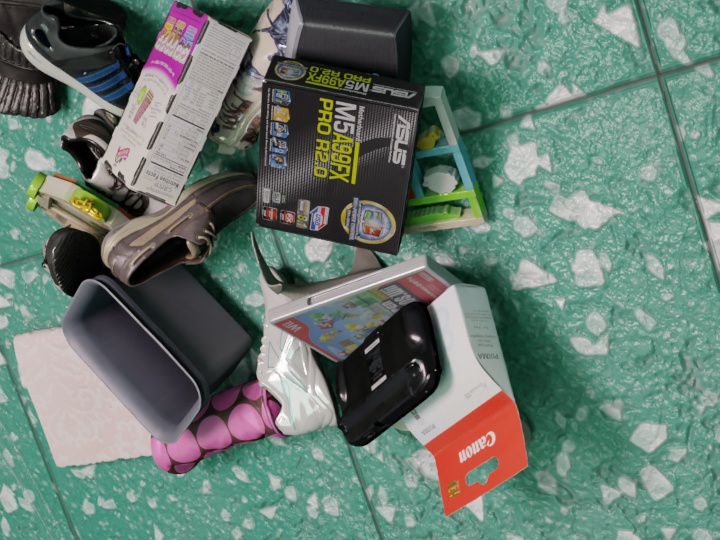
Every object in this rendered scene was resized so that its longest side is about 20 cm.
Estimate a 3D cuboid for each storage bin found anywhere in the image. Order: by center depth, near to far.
[{"bbox_3d":[-0.233,0.085,1.631,0.200,0.134,0.146,46,133,8],"label":"storage bin"}]

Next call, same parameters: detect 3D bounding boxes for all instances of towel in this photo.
[{"bbox_3d":[-0.355,0.161,1.811,0.198,0.032,0.193,-10,104,32],"label":"towel"}]

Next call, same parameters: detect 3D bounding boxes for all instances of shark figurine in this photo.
[{"bbox_3d":[-0.020,0.005,1.531,0.212,0.090,0.128,2,156,-8],"label":"shark figurine"}]

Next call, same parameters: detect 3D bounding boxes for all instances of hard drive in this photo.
[{"bbox_3d":[-0.017,-0.184,1.436,0.133,0.043,0.201,8,132,3],"label":"hard drive"}]

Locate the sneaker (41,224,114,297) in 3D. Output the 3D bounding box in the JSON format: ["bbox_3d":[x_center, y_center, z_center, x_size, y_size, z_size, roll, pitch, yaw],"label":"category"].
[{"bbox_3d":[-0.347,-0.013,1.622,0.088,0.200,0.074,29,79,12],"label":"sneaker"}]

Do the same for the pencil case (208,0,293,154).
[{"bbox_3d":[-0.102,-0.218,1.497,0.077,0.090,0.200,25,125,-25],"label":"pencil case"}]

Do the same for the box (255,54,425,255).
[{"bbox_3d":[-0.024,-0.115,1.412,0.159,0.044,0.201,13,135,5],"label":"box"}]

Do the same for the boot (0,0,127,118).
[{"bbox_3d":[-0.367,-0.254,1.636,0.210,0.079,0.159,18,113,28],"label":"boot"}]

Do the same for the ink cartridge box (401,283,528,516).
[{"bbox_3d":[0.094,0.139,1.449,0.160,0.047,0.202,-43,51,48],"label":"ink cartridge box"}]

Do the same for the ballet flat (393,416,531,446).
[{"bbox_3d":[0.092,0.172,1.549,0.198,0.064,0.068,17,118,22],"label":"ballet flat"}]

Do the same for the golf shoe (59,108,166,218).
[{"bbox_3d":[-0.283,-0.098,1.639,0.200,0.094,0.078,47,122,4],"label":"golf shoe"}]

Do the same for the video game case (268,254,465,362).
[{"bbox_3d":[0.019,0.044,1.495,0.199,0.143,0.018,-19,60,26],"label":"video game case"}]

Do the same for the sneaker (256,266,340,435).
[{"bbox_3d":[-0.089,0.094,1.586,0.080,0.070,0.202,-20,80,4],"label":"sneaker"}]

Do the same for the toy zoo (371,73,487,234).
[{"bbox_3d":[0.044,-0.121,1.433,0.130,0.021,0.201,-7,130,22],"label":"toy zoo"}]

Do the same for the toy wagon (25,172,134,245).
[{"bbox_3d":[-0.319,-0.065,1.629,0.154,0.040,0.200,31,164,-7],"label":"toy wagon"}]

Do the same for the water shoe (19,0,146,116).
[{"bbox_3d":[-0.282,-0.232,1.545,0.199,0.072,0.079,22,138,-30],"label":"water shoe"}]

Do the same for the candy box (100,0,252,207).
[{"bbox_3d":[-0.203,-0.183,1.499,0.201,0.061,0.136,-63,29,6],"label":"candy box"}]

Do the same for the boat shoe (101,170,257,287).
[{"bbox_3d":[-0.196,-0.040,1.572,0.074,0.199,0.075,55,172,32],"label":"boat shoe"}]

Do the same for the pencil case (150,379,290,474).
[{"bbox_3d":[-0.161,0.188,1.684,0.199,0.093,0.092,-20,53,33],"label":"pencil case"}]

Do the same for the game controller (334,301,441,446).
[{"bbox_3d":[0.027,0.114,1.494,0.200,0.042,0.105,-44,41,50],"label":"game controller"}]
